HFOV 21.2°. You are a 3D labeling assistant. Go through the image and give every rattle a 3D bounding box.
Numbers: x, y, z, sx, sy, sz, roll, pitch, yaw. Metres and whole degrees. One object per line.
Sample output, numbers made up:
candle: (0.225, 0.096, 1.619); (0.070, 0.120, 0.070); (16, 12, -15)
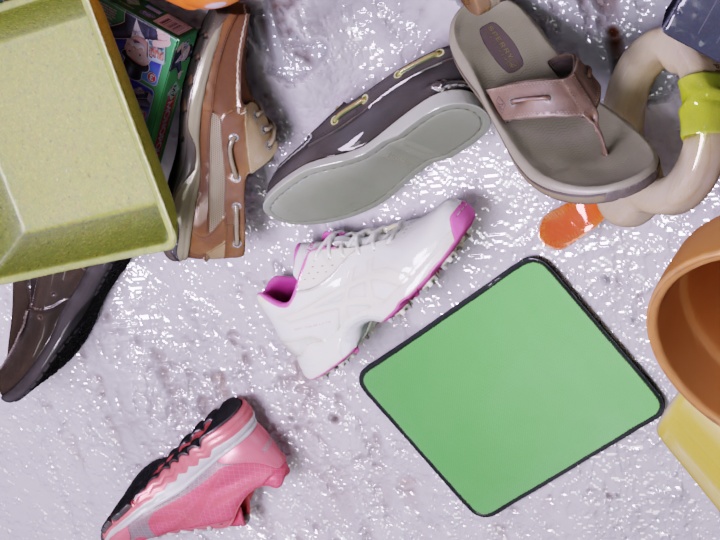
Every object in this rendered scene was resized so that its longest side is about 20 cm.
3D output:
rattle: (0.224, -0.083, 1.322); (0.130, 0.142, 0.200); (57, 144, 23)

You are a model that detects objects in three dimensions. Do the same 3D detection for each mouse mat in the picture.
mouse mat: (0.113, 0.093, 1.471); (0.200, 0.008, 0.161); (-36, 101, 31)

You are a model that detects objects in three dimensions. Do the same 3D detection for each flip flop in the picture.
flip flop: (0.122, -0.120, 1.264); (0.081, 0.200, 0.058); (-24, 147, -12)

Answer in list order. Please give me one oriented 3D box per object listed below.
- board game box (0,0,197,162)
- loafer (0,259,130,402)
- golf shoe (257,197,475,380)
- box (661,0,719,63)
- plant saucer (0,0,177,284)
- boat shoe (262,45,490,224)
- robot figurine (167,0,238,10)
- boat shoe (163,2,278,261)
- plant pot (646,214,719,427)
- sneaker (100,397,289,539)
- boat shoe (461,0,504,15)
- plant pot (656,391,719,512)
board game box: (-0.223, -0.162, 1.425); (0.200, 0.029, 0.135); (31, 124, 16)
loafer: (-0.246, 0.020, 1.535); (0.071, 0.073, 0.200); (38, 115, 5)
golf shoe: (0.000, 0.000, 1.426); (0.092, 0.075, 0.200); (46, 121, -4)
box: (0.321, -0.199, 1.172); (0.199, 0.118, 0.197); (28, 123, 3)
plant saucer: (-0.227, -0.102, 1.404); (0.199, 0.048, 0.201); (-10, 106, 35)
boat shoe: (0.009, -0.095, 1.380); (0.201, 0.061, 0.072); (-27, 144, 33)
robot figurine: (-0.139, -0.250, 1.312); (0.199, 0.117, 0.144); (21, 110, 12)
boat shoe: (-0.099, -0.099, 1.415); (0.073, 0.076, 0.201); (8, 115, -9)
plant pot: (0.292, 0.008, 1.176); (0.199, 0.140, 0.200); (20, 145, 15)
sneaker: (-0.137, 0.191, 1.578); (0.087, 0.074, 0.200); (45, 123, -8)
boat shoe: (0.069, -0.273, 1.264); (0.072, 0.072, 0.201); (-22, 98, -3)
plant pot: (0.313, 0.121, 1.311); (0.189, 0.201, 0.201); (39, 124, 14)
